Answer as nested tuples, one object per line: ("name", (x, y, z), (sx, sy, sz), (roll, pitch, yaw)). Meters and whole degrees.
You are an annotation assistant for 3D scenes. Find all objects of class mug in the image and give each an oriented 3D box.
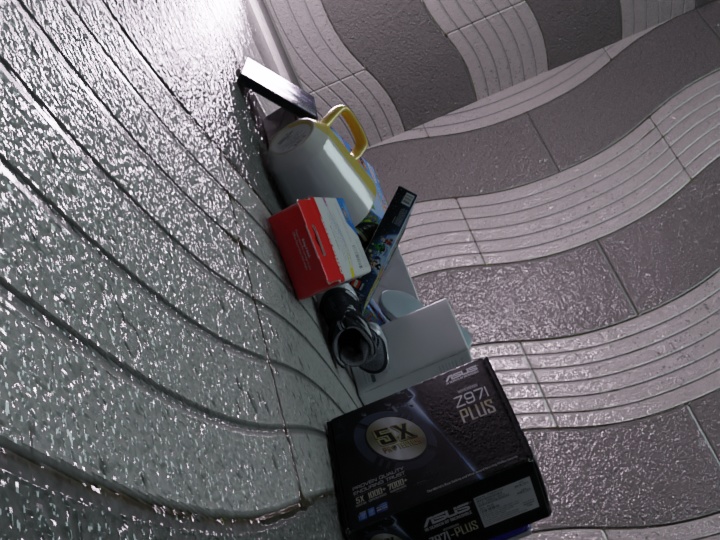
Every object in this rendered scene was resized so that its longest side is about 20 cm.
("mug", (-0.071, -0.165, 1.266), (0.154, 0.147, 0.189), (55, 24, -37))

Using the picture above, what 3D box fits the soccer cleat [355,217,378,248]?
("soccer cleat", (-0.024, -0.044, 1.376), (0.198, 0.067, 0.083), (-6, 73, -49))

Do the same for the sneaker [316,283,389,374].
("sneaker", (-0.005, 0.117, 1.214), (0.202, 0.074, 0.115), (60, 9, -38))

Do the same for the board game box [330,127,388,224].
("board game box", (-0.003, -0.155, 1.461), (0.199, 0.036, 0.154), (30, 37, -63))

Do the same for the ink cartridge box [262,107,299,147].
("ink cartridge box", (-0.091, -0.185, 1.425), (0.201, 0.067, 0.118), (53, 13, -39))

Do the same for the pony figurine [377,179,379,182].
("pony figurine", (-0.064, -0.181, 1.619), (0.201, 0.166, 0.193), (50, 1, 14))

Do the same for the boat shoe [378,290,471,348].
("boat shoe", (0.108, 0.119, 1.520), (0.198, 0.091, 0.071), (30, 46, -5))

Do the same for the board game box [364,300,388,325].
("board game box", (0.020, 0.088, 1.548), (0.201, 0.036, 0.151), (53, 5, -6))

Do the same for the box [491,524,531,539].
("box", (0.106, 0.277, 1.048), (0.105, 0.180, 0.203), (64, 5, -67))

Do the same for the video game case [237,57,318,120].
("video game case", (-0.139, -0.308, 1.361), (0.141, 0.019, 0.201), (28, 16, -15))

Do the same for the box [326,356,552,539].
("box", (0.076, 0.204, 0.836), (0.165, 0.196, 0.087), (-106, 173, -59))

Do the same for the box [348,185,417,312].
("box", (0.028, -0.022, 1.319), (0.137, 0.037, 0.202), (108, 9, -66))

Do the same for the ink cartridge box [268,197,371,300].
("ink cartridge box", (-0.057, -0.032, 1.073), (0.118, 0.066, 0.200), (68, 16, 2))

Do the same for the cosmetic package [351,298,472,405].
("cosmetic package", (0.100, 0.184, 1.401), (0.201, 0.196, 0.124), (66, 4, -47))

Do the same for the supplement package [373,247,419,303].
("supplement package", (0.050, 0.045, 1.881), (0.200, 0.149, 0.153), (52, 16, -79))
